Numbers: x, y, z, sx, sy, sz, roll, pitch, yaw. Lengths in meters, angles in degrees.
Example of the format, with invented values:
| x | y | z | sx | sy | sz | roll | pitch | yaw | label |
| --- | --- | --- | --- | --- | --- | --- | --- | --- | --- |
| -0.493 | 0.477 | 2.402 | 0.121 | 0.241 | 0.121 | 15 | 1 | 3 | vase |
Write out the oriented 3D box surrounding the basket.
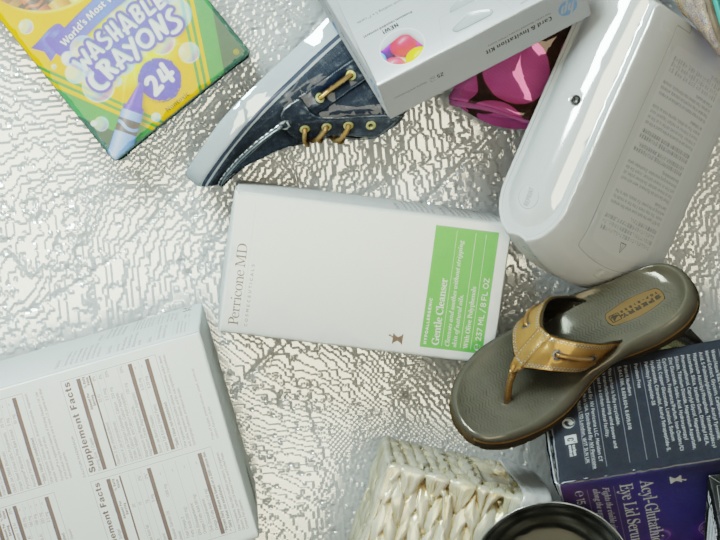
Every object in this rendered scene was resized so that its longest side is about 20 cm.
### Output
| x | y | z | sx | sy | sz | roll | pitch | yaw | label |
| --- | --- | --- | --- | --- | --- | --- | --- | --- | --- |
| 0.047 | 0.229 | 1.188 | 0.123 | 0.136 | 0.200 | 18 | 93 | -2 | basket |

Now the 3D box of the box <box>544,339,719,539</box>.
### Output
| x | y | z | sx | sy | sz | roll | pitch | yaw | label |
| --- | --- | --- | --- | --- | --- | --- | --- | --- | --- |
| 0.241 | 0.136 | 1.157 | 0.200 | 0.104 | 0.148 | -11 | 136 | 10 | box |

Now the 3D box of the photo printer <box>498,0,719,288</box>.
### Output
| x | y | z | sx | sy | sz | roll | pitch | yaw | label |
| --- | --- | --- | --- | --- | --- | --- | --- | --- | --- |
| 0.184 | -0.085 | 1.161 | 0.166 | 0.069 | 0.200 | 18 | 96 | -51 | photo printer |

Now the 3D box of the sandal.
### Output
| x | y | z | sx | sy | sz | roll | pitch | yaw | label |
| --- | --- | --- | --- | --- | --- | --- | --- | --- | --- |
| 0.146 | 0.049 | 1.123 | 0.200 | 0.055 | 0.082 | -28 | 53 | -7 | sandal |

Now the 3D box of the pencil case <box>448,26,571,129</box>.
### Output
| x | y | z | sx | sy | sz | roll | pitch | yaw | label |
| --- | --- | --- | --- | --- | --- | --- | --- | --- | --- |
| 0.138 | -0.197 | 1.173 | 0.094 | 0.091 | 0.200 | 22 | 97 | 14 | pencil case |

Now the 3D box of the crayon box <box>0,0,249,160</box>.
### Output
| x | y | z | sx | sy | sz | roll | pitch | yaw | label |
| --- | --- | --- | --- | --- | --- | --- | --- | --- | --- |
| -0.190 | -0.195 | 1.169 | 0.126 | 0.052 | 0.200 | -39 | 96 | 0 | crayon box |

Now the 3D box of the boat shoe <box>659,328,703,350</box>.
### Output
| x | y | z | sx | sy | sz | roll | pitch | yaw | label |
| --- | --- | --- | --- | --- | --- | --- | --- | --- | --- |
| 0.239 | 0.074 | 1.219 | 0.200 | 0.065 | 0.073 | 29 | 127 | -23 | boat shoe |

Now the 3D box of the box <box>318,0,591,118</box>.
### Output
| x | y | z | sx | sy | sz | roll | pitch | yaw | label |
| --- | --- | --- | --- | --- | --- | --- | --- | --- | --- |
| 0.045 | -0.216 | 1.129 | 0.156 | 0.041 | 0.200 | -28 | 52 | -2 | box |

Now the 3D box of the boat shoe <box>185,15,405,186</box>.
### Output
| x | y | z | sx | sy | sz | roll | pitch | yaw | label |
| --- | --- | --- | --- | --- | --- | --- | --- | --- | --- |
| -0.030 | -0.114 | 1.178 | 0.200 | 0.071 | 0.091 | -45 | 93 | -2 | boat shoe |

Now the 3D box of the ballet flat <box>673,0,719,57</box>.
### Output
| x | y | z | sx | sy | sz | roll | pitch | yaw | label |
| --- | --- | --- | --- | --- | --- | --- | --- | --- | --- |
| 0.229 | -0.236 | 1.115 | 0.068 | 0.067 | 0.200 | -9 | 93 | -40 | ballet flat |

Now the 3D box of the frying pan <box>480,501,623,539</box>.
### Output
| x | y | z | sx | sy | sz | roll | pitch | yaw | label |
| --- | --- | --- | --- | --- | --- | --- | --- | --- | --- |
| 0.097 | 0.230 | 1.105 | 0.190 | 0.031 | 0.115 | -29 | 92 | 5 | frying pan |

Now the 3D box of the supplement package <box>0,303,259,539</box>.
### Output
| x | y | z | sx | sy | sz | roll | pitch | yaw | label |
| --- | --- | --- | --- | --- | --- | --- | --- | --- | --- |
| -0.187 | 0.129 | 1.148 | 0.200 | 0.152 | 0.151 | -16 | 97 | -3 | supplement package |

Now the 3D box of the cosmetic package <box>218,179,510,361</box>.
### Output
| x | y | z | sx | sy | sz | roll | pitch | yaw | label |
| --- | --- | --- | --- | --- | --- | --- | --- | --- | --- |
| 0.000 | 0.000 | 1.186 | 0.200 | 0.085 | 0.108 | 5 | 98 | -6 | cosmetic package |

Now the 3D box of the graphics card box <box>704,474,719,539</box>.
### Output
| x | y | z | sx | sy | sz | roll | pitch | yaw | label |
| --- | --- | --- | --- | --- | --- | --- | --- | --- | --- |
| 0.302 | 0.210 | 1.127 | 0.125 | 0.051 | 0.200 | -5 | 136 | 4 | graphics card box |
